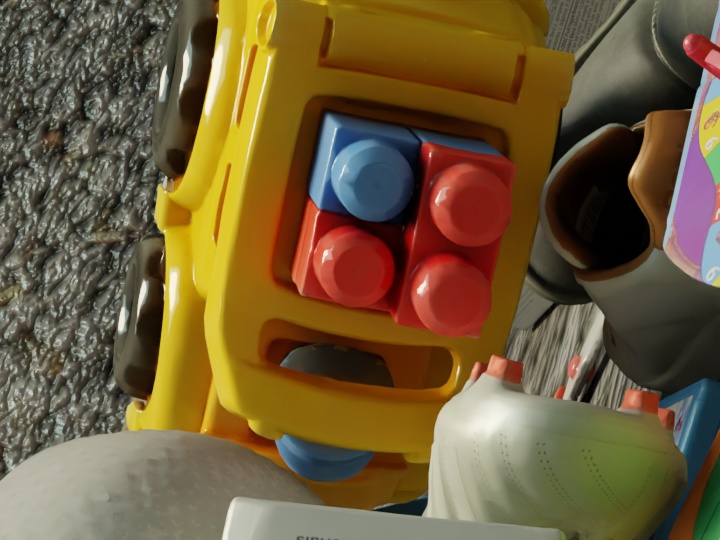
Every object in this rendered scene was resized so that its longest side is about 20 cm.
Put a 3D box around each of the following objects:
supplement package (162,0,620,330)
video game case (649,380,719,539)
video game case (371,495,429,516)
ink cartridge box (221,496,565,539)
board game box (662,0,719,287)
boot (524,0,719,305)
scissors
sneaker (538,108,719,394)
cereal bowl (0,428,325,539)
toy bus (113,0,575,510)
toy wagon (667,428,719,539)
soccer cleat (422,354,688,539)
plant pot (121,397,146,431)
[{"bbox_3d":[0.026,-0.089,1.180,0.152,0.199,0.151,123,166,-70],"label":"supplement package"},{"bbox_3d":[0.071,0.119,0.794,0.200,0.018,0.144,127,163,-76],"label":"video game case"},{"bbox_3d":[-0.007,0.163,0.955,0.143,0.018,0.200,-8,-44,-48],"label":"video game case"},{"bbox_3d":[0.005,0.176,0.587,0.145,0.087,0.201,71,-153,-59],"label":"ink cartridge box"},{"bbox_3d":[0.126,-0.090,0.625,0.158,0.039,0.201,-32,31,48],"label":"board game box"},{"bbox_3d":[0.120,-0.074,0.821,0.182,0.072,0.200,-64,9,-5],"label":"boot"},{"bbox_3d":[0.087,0.049,1.027,0.073,0.014,0.201,-82,11,-79],"label":"scissors"},{"bbox_3d":[0.094,-0.014,0.773,0.200,0.084,0.073,119,169,-74],"label":"sneaker"},{"bbox_3d":[-0.038,0.143,0.730,0.083,0.200,0.201,-14,41,30],"label":"cereal bowl"},{"bbox_3d":[0.000,0.000,0.795,0.192,0.135,0.201,-120,41,-71],"label":"toy bus"},{"bbox_3d":[0.106,0.061,0.562,0.155,0.039,0.201,-81,12,-68],"label":"toy wagon"},{"bbox_3d":[0.046,0.078,0.677,0.200,0.069,0.078,101,-177,-75],"label":"soccer cleat"},{"bbox_3d":[-0.128,0.137,2.296,0.200,0.176,0.201,119,169,-65],"label":"plant pot"}]
